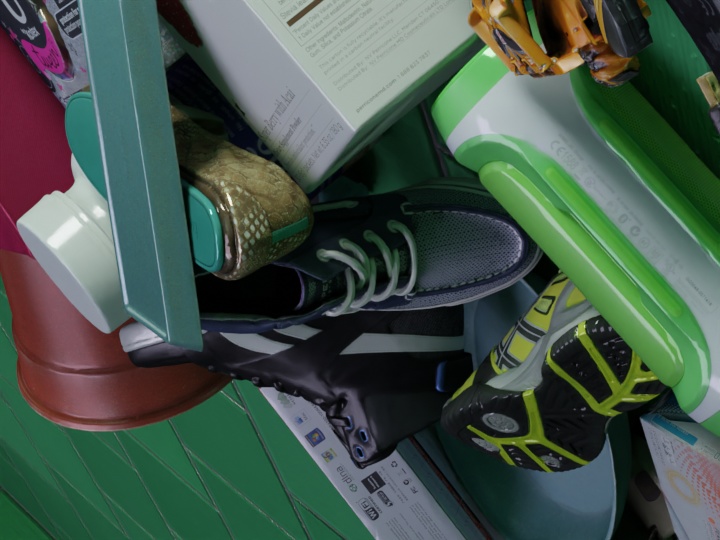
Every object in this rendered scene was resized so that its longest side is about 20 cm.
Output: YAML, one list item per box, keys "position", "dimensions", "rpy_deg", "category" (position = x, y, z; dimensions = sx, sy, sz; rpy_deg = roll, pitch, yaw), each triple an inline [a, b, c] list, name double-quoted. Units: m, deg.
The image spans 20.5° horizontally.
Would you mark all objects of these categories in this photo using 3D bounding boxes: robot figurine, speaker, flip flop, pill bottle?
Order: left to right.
- position: [-0.093, -0.058, 1.139]
  dimensions: [0.111, 0.200, 0.111]
  rpy_deg: [46, 165, 16]
  category: "pill bottle"
- position: [0.048, -0.157, 0.802]
  dimensions: [0.200, 0.058, 0.145]
  rpy_deg: [58, 179, -5]
  category: "robot figurine"
- position: [0.156, 0.150, 1.192]
  dimensions: [0.081, 0.058, 0.200]
  rpy_deg: [47, 165, 11]
  category: "flip flop"
- position: [0.124, -0.022, 0.891]
  dimensions: [0.200, 0.088, 0.088]
  rpy_deg: [48, 162, 5]
  category: "speaker"

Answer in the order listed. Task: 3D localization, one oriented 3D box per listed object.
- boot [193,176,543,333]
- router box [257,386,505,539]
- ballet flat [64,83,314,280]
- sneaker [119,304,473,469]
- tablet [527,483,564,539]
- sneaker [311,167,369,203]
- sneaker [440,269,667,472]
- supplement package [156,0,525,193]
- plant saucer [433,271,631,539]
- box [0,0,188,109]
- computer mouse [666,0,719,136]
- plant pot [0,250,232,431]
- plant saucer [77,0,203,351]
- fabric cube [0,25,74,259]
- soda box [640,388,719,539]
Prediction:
- position: [0.000, 0.000, 1.041]
  dimensions: [0.090, 0.199, 0.073]
  rpy_deg: [-87, -10, -72]
  category: "boot"
- position: [0.033, 0.112, 1.272]
  dimensions: [0.200, 0.049, 0.180]
  rpy_deg: [52, -162, -5]
  category: "router box"
- position: [-0.086, -0.049, 1.019]
  dimensions: [0.200, 0.065, 0.071]
  rpy_deg: [40, 136, 49]
  category: "ballet flat"
- position: [-0.034, 0.064, 1.138]
  dimensions: [0.073, 0.199, 0.112]
  rpy_deg: [-27, -74, -81]
  category: "sneaker"
- position: [0.137, 0.189, 1.241]
  dimensions: [0.130, 0.014, 0.200]
  rpy_deg: [56, -173, -38]
  category: "tablet"
- position: [-0.065, -0.060, 1.286]
  dimensions: [0.091, 0.078, 0.200]
  rpy_deg: [59, 159, -13]
  category: "sneaker"
- position: [0.109, 0.045, 1.023]
  dimensions: [0.075, 0.077, 0.200]
  rpy_deg: [27, 148, -15]
  category: "sneaker"
- position: [-0.036, -0.159, 0.940]
  dimensions: [0.200, 0.120, 0.121]
  rpy_deg: [50, 163, 1]
  category: "supplement package"
- position: [0.099, 0.075, 1.151]
  dimensions: [0.200, 0.036, 0.200]
  rpy_deg: [43, 145, 42]
  category: "plant saucer"
- position: [-0.125, -0.176, 1.096]
  dimensions: [0.115, 0.132, 0.200]
  rpy_deg: [53, 161, -11]
  category: "box"
- position: [0.152, -0.092, 0.767]
  dimensions: [0.200, 0.046, 0.140]
  rpy_deg: [55, 179, -5]
  category: "computer mouse"
- position: [-0.193, -0.018, 1.503]
  dimensions: [0.201, 0.201, 0.196]
  rpy_deg: [32, 147, 44]
  category: "plant pot"
- position: [-0.109, -0.059, 0.964]
  dimensions: [0.070, 0.019, 0.201]
  rpy_deg: [30, 132, 56]
  category: "plant saucer"
- position: [-0.221, -0.146, 1.286]
  dimensions: [0.200, 0.196, 0.199]
  rpy_deg: [58, 159, -20]
  category: "fabric cube"
- position: [0.207, 0.133, 1.034]
  dimensions: [0.068, 0.064, 0.200]
  rpy_deg: [32, 154, 43]
  category: "soda box"
